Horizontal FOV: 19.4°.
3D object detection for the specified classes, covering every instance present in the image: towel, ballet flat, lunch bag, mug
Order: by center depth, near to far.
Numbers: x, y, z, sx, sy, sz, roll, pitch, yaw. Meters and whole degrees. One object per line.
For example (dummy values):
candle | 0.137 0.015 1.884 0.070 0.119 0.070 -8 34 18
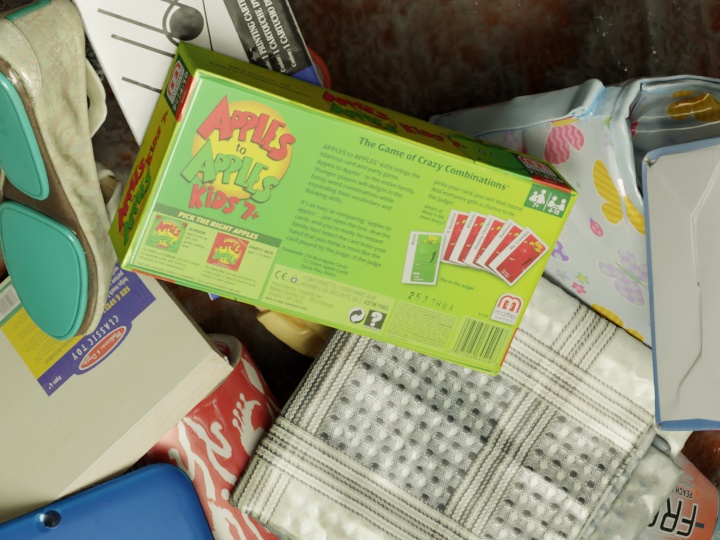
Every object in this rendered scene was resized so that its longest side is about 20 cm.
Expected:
ballet flat | -0.140 -0.046 1.009 0.062 0.067 0.200 -44 150 -30
towel | 0.061 0.096 1.087 0.200 0.035 0.193 35 83 -12
lunch bag | 0.150 -0.031 1.113 0.200 0.169 0.127 37 64 -25
mug | -0.086 0.156 1.136 0.177 0.133 0.201 -29 111 -9

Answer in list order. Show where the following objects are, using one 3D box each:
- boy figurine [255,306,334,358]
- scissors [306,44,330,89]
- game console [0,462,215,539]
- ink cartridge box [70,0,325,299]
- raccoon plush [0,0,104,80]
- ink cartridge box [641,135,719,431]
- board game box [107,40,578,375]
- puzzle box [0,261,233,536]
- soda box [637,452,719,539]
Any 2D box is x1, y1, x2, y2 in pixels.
boy figurine | 0.000 0.000 1.134 0.124 0.065 0.200 -30 122 18
scissors | -0.001 -0.069 1.148 0.199 0.014 0.073 26 98 -22
game console | -0.154 0.216 1.054 0.199 0.119 0.171 -20 145 -16
ink cartridge box | -0.071 -0.094 1.010 0.094 0.044 0.201 -25 116 -4
raccoon plush | -0.159 -0.076 1.058 0.199 0.097 0.135 1 115 -18
ink cartridge box | 0.237 0.006 1.023 0.199 0.076 0.137 -1 88 -32
board game box | -0.008 -0.027 1.003 0.199 0.048 0.102 17 107 -21
puzzle box | -0.173 0.073 1.079 0.200 0.133 0.025 -42 143 0
soda box | 0.134 0.116 1.200 0.200 0.068 0.064 43 56 -33
